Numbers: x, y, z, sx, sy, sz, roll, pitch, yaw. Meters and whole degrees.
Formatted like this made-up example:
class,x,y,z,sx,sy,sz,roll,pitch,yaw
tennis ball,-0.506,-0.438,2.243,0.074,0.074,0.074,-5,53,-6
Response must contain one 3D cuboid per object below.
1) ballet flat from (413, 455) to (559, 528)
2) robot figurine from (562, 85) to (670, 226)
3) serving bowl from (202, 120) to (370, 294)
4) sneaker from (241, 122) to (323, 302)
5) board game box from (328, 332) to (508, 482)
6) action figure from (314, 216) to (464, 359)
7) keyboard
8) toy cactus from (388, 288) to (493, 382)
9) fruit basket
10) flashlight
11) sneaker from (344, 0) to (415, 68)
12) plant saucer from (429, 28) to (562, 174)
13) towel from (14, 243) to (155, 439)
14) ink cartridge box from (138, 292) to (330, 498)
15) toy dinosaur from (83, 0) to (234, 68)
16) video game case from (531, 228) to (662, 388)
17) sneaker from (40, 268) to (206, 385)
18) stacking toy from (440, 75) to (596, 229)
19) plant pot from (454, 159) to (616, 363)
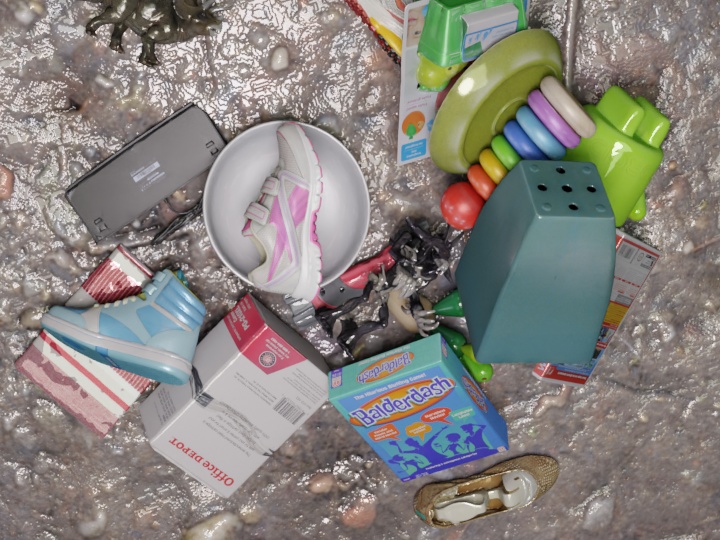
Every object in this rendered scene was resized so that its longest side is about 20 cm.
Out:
class,x,y,z,sx,sy,sz,roll,pitch,yaw
ballet flat,0.167,0.292,1.605,0.197,0.065,0.072,-18,105,-2
robot figurine,0.281,-0.114,1.485,0.173,0.116,0.202,14,115,-32
serving bowl,-0.090,-0.072,1.478,0.196,0.066,0.204,1,86,-11
sneaker,-0.090,-0.066,1.403,0.087,0.081,0.204,0,85,-12
board game box,0.072,0.170,1.510,0.150,0.045,0.201,-21,133,20
action figure,0.049,0.023,1.451,0.199,0.102,0.119,-38,131,2
keyboard,-0.241,-0.097,1.492,0.198,0.021,0.128,-33,99,3
toy cactus,0.103,0.071,1.537,0.164,0.102,0.201,38,125,10
fruit basket,0.124,-0.227,1.426,0.183,0.094,0.203,-19,125,-27
flashlight,0.000,0.000,1.517,0.198,0.068,0.069,-27,96,1
sneaker,0.030,-0.318,1.446,0.082,0.078,0.200,-43,113,1
plant saucer,0.165,-0.184,1.437,0.200,0.200,0.031,-46,61,5
towel,-0.306,0.087,1.528,0.144,0.023,0.200,42,94,-11
ink cartridge box,-0.148,0.153,1.506,0.200,0.084,0.145,-45,125,5
toy dinosaur,-0.253,-0.296,1.425,0.197,0.077,0.104,24,88,-6
video game case,0.293,0.051,1.536,0.017,0.142,0.202,34,100,31
sneaker,-0.272,0.048,1.483,0.197,0.080,0.132,17,72,11
stacking toy,0.171,-0.124,1.423,0.085,0.086,0.200,43,106,-14
plant pot,0.202,-0.018,1.381,0.139,0.143,0.202,1,135,-12
